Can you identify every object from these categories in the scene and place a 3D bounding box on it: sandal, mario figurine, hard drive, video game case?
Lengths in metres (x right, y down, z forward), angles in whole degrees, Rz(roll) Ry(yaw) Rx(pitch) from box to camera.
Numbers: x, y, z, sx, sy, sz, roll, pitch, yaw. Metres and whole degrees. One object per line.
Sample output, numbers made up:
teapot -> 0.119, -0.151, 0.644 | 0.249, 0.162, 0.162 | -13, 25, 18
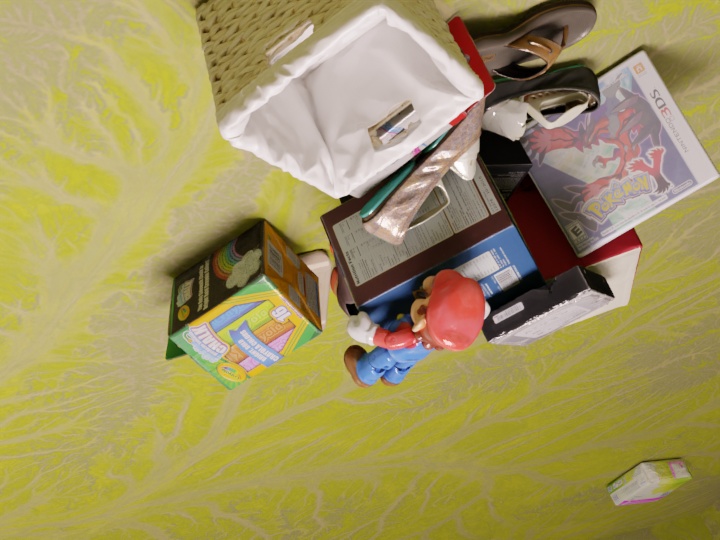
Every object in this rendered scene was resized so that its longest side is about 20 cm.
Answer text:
sandal -> 0.182, -0.244, 1.207 | 0.199, 0.055, 0.082 | -21, 156, -22
mario figurine -> 0.064, 0.055, 1.210 | 0.200, 0.106, 0.123 | -40, -178, 44
hard drive -> 0.235, 0.048, 1.336 | 0.139, 0.038, 0.200 | -29, 166, 16
video game case -> 0.314, -0.144, 1.350 | 0.199, 0.183, 0.023 | -32, 173, 19

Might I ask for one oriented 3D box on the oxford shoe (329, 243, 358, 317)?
oxford shoe -> 0.000, 0.000, 1.485 | 0.071, 0.073, 0.200 | -15, 150, -10

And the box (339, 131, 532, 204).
box -> 0.093, -0.112, 1.356 | 0.199, 0.079, 0.141 | -3, 142, -29

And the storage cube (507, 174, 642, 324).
storage cube -> 0.266, -0.038, 1.489 | 0.170, 0.181, 0.200 | -19, 152, -4

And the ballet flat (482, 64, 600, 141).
ballet flat -> 0.200, -0.198, 1.292 | 0.199, 0.069, 0.068 | -15, 151, -10

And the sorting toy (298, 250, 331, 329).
sorting toy -> -0.130, 0.058, 1.534 | 0.184, 0.037, 0.200 | -15, 150, -12

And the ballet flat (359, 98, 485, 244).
ballet flat -> 0.084, -0.109, 1.186 | 0.067, 0.068, 0.200 | 41, 96, -13

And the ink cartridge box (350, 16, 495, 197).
ink cartridge box -> 0.034, -0.185, 1.157 | 0.200, 0.117, 0.067 | -37, 147, 24

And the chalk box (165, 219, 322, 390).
chalk box -> -0.164, 0.057, 1.385 | 0.199, 0.125, 0.124 | -32, 123, 18

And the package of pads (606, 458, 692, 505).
package of pads -> 0.804, 0.585, 2.985 | 0.199, 0.069, 0.155 | 2, 143, -37

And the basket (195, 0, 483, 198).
basket -> -0.026, -0.207, 1.036 | 0.198, 0.162, 0.200 | -34, 149, 22

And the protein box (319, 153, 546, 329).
protein box -> 0.093, -0.019, 1.295 | 0.199, 0.136, 0.199 | -27, 150, 9
